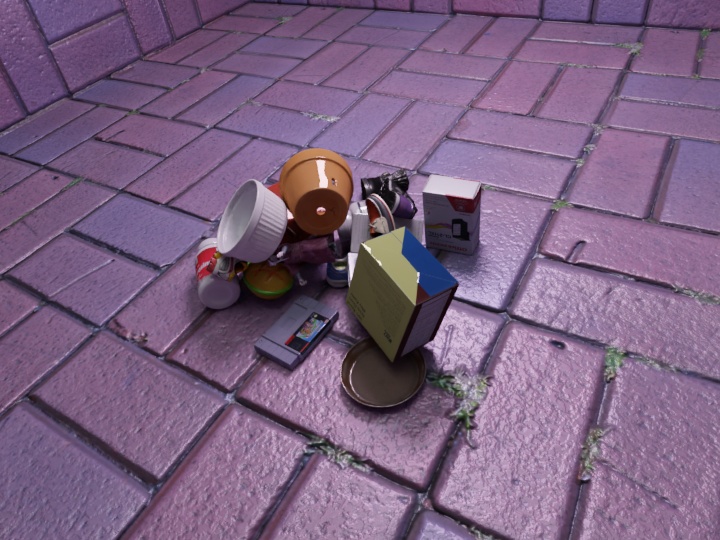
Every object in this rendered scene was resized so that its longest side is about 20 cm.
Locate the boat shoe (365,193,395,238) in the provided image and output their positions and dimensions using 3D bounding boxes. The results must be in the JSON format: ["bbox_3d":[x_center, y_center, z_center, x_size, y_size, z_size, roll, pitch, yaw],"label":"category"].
[{"bbox_3d":[0.054,-0.101,1.382,0.062,0.203,0.071,-22,1,-27],"label":"boat shoe"}]

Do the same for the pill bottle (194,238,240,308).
[{"bbox_3d":[-0.403,0.002,1.479,0.111,0.113,0.201,-17,43,-9],"label":"pill bottle"}]

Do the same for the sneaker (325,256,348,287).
[{"bbox_3d":[0.000,0.000,1.438,0.196,0.078,0.076,-5,40,2],"label":"sneaker"}]

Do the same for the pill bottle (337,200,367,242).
[{"bbox_3d":[0.026,-0.150,1.564,0.197,0.121,0.120,-13,42,-4],"label":"pill bottle"}]

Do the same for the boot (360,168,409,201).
[{"bbox_3d":[0.079,-0.268,1.674,0.155,0.081,0.212,-8,19,2],"label":"boot"}]

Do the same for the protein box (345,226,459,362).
[{"bbox_3d":[0.087,0.053,1.199,0.134,0.202,0.199,-21,55,-31],"label":"protein box"}]

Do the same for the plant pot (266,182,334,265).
[{"bbox_3d":[-0.179,-0.136,1.544,0.198,0.201,0.176,-30,57,-22],"label":"plant pot"}]

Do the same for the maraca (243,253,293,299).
[{"bbox_3d":[-0.258,0.004,1.455,0.135,0.108,0.201,-3,37,-24],"label":"maraca"}]

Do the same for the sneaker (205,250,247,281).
[{"bbox_3d":[-0.333,-0.032,1.418,0.082,0.078,0.201,36,35,-4],"label":"sneaker"}]

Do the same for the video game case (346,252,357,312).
[{"bbox_3d":[0.066,0.035,1.367,0.196,0.024,0.184,6,49,-13],"label":"video game case"}]

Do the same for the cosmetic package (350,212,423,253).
[{"bbox_3d":[0.071,-0.090,1.461,0.196,0.081,0.115,3,85,-1],"label":"cosmetic package"}]

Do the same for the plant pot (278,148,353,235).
[{"bbox_3d":[-0.108,-0.187,1.348,0.197,0.202,0.141,-11,40,-2],"label":"plant pot"}]

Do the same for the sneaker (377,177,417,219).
[{"bbox_3d":[0.103,-0.190,1.468,0.086,0.076,0.201,21,24,-18],"label":"sneaker"}]

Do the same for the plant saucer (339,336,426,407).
[{"bbox_3d":[0.052,0.233,1.211,0.196,0.032,0.202,-5,42,4],"label":"plant saucer"}]

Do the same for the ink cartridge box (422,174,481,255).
[{"bbox_3d":[0.254,-0.151,1.467,0.144,0.202,0.083,12,48,22],"label":"ink cartridge box"}]

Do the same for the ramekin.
[{"bbox_3d":[-0.269,-0.115,1.337,0.199,0.104,0.203,-32,45,39],"label":"ramekin"}]

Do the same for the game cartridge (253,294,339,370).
[{"bbox_3d":[-0.158,0.151,1.337,0.128,0.039,0.200,17,48,32],"label":"game cartridge"}]

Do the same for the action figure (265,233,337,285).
[{"bbox_3d":[-0.160,-0.054,1.373,0.196,0.135,0.151,-9,51,0],"label":"action figure"}]
